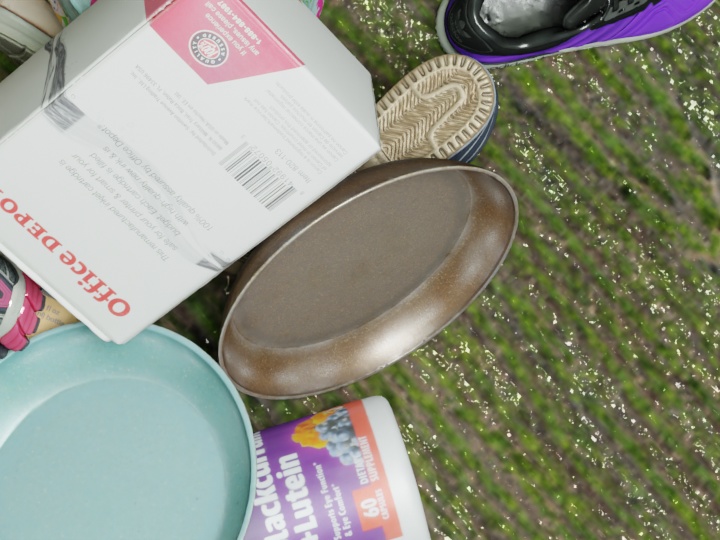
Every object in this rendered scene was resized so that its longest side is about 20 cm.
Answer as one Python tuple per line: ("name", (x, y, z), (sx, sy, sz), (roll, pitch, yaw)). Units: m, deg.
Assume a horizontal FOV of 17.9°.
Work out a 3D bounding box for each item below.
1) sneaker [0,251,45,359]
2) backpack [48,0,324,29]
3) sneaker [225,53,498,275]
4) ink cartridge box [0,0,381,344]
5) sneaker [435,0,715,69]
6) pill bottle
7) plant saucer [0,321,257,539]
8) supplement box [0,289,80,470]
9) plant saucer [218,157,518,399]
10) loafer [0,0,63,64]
("sneaker", (-0.278, -0.001, 1.341), (0.199, 0.075, 0.081), (4, 75, 33))
("backpack", (-0.110, -0.211, 1.337), (0.176, 0.151, 0.201), (-20, 75, -10))
("sneaker", (0.001, -0.062, 1.385), (0.199, 0.108, 0.070), (-32, 90, 11))
("ink cartridge box", (-0.110, -0.076, 1.261), (0.199, 0.083, 0.146), (-36, 120, 19))
("sneaker", (0.146, -0.171, 1.388), (0.198, 0.100, 0.070), (-19, 89, -3))
("pill bottle", (-0.064, 0.154, 1.353), (0.198, 0.111, 0.112), (-17, 87, -4))
("plant saucer", (-0.150, 0.127, 1.298), (0.198, 0.036, 0.202), (-5, 66, 12))
("supplement box", (-0.191, 0.019, 1.379), (0.066, 0.069, 0.201), (24, 87, -7))
("plant saucer", (0.000, 0.000, 1.338), (0.199, 0.201, 0.032), (-31, 60, -4))
("loafer", (-0.138, -0.125, 1.392), (0.199, 0.072, 0.063), (30, 78, 3))
